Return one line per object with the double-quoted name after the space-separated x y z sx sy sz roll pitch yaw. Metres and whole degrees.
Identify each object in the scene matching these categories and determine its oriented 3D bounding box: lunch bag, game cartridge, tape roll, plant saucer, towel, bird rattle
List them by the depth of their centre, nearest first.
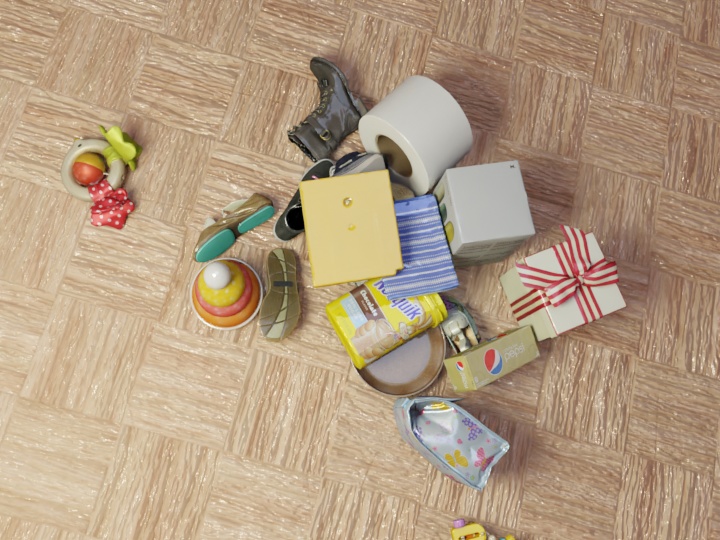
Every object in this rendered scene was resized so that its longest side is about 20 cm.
0.156 0.302 1.262 0.199 0.170 0.128 36 76 3 "lunch bag"
-0.017 -0.079 1.267 0.174 0.032 0.203 -8 84 -3 "game cartridge"
0.100 -0.048 1.299 0.143 0.024 0.202 -10 68 -6 "towel"
-0.520 -0.190 1.353 0.161 0.113 0.203 13 88 8 "bird rattle"
0.072 0.153 1.357 0.197 0.037 0.203 2 75 -8 "plant saucer"
0.112 -0.275 1.381 0.139 0.203 0.203 -43 85 -15 "tape roll"

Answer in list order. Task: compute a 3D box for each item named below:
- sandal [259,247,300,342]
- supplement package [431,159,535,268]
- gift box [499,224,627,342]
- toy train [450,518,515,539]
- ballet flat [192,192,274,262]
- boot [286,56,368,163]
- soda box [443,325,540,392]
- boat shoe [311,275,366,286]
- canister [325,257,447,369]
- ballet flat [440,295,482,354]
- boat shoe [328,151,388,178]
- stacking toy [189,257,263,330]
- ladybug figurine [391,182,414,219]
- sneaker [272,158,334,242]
-0.162 0.052 1.347 0.079 0.054 0.202 5 61 -12 "sandal"
0.232 -0.106 1.356 0.148 0.200 0.154 -8 77 -9 "supplement package"
0.391 0.028 1.352 0.183 0.187 0.202 -24 81 -13 "gift box"
0.214 0.554 1.270 0.197 0.056 0.152 15 76 0 "toy train"
-0.268 -0.094 1.364 0.199 0.068 0.072 -38 63 -15 "ballet flat"
-0.090 -0.337 1.436 0.174 0.069 0.201 -40 91 -15 "boot"
0.258 0.170 1.305 0.198 0.064 0.069 -17 86 -36 "soda box"
0.000 0.000 1.367 0.198 0.071 0.070 -20 78 -13 "boat shoe"
0.048 0.082 1.309 0.198 0.087 0.150 -29 79 -12 "canister"
0.208 0.141 1.355 0.069 0.071 0.202 -30 82 20 "ballet flat"
-0.039 -0.179 1.372 0.199 0.092 0.075 -35 126 -30 "boat shoe"
-0.255 0.026 1.260 0.144 0.200 0.148 2 76 -7 "stacking toy"
0.026 -0.108 1.385 0.198 0.072 0.136 -25 53 -9 "ladybug figurine"
-0.100 -0.145 1.366 0.070 0.099 0.201 36 77 -17 "sneaker"
